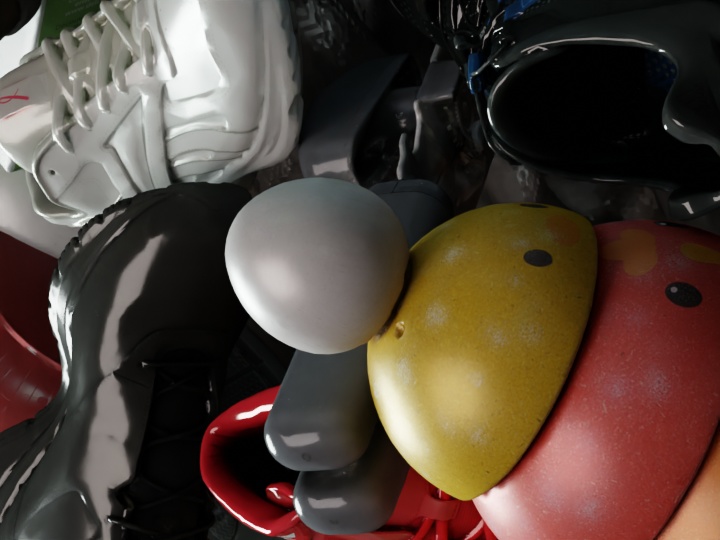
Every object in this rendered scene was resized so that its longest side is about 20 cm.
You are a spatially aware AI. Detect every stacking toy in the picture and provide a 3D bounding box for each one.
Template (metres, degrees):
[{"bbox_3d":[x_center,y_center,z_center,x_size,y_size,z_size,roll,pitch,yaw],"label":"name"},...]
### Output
[{"bbox_3d":[0.053,0.029,0.821,0.199,0.147,0.146,23,152,-17],"label":"stacking toy"}]

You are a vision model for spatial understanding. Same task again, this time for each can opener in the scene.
[{"bbox_3d":[0.000,0.000,0.919,0.066,0.200,0.054,-4,129,24],"label":"can opener"}]

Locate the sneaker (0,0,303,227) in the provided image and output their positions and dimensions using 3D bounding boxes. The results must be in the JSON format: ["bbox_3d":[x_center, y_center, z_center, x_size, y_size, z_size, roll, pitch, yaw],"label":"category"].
[{"bbox_3d":[-0.075,-0.059,0.971,0.200,0.099,0.078,110,154,-59],"label":"sneaker"}]

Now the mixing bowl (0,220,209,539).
[{"bbox_3d":[-0.123,0.044,1.143,0.200,0.200,0.109,49,131,22],"label":"mixing bowl"}]

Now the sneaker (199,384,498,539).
[{"bbox_3d":[0.037,0.083,0.933,0.199,0.115,0.079,5,86,25],"label":"sneaker"}]

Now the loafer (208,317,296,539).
[{"bbox_3d":[-0.018,0.080,1.082,0.072,0.063,0.200,-31,99,31],"label":"loafer"}]

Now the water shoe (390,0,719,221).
[{"bbox_3d":[0.059,-0.073,0.877,0.200,0.079,0.072,24,131,46],"label":"water shoe"}]

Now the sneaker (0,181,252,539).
[{"bbox_3d":[-0.074,0.057,0.997,0.091,0.076,0.201,59,137,39],"label":"sneaker"}]

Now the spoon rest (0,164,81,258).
[{"bbox_3d":[-0.082,-0.024,1.116,0.199,0.099,0.061,32,137,25],"label":"spoon rest"}]

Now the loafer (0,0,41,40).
[{"bbox_3d":[-0.160,-0.100,0.919,0.073,0.071,0.200,39,177,12],"label":"loafer"}]

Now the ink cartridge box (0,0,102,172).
[{"bbox_3d":[-0.117,-0.141,1.023,0.104,0.059,0.200,50,147,22],"label":"ink cartridge box"}]
